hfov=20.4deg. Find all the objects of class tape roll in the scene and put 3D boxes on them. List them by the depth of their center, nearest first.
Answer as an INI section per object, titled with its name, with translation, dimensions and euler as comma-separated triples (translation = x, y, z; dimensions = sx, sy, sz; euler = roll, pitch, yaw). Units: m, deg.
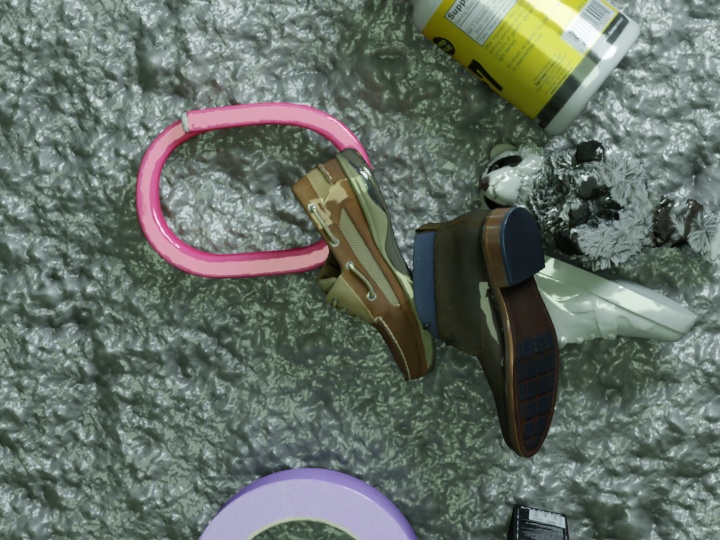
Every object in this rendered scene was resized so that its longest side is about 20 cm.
[tape roll]
translation = -0.044, 0.267, 1.656
dimensions = 0.200, 0.066, 0.200
euler = 0, 92, 3

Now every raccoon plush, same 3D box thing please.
[raccoon plush]
translation = 0.186, -0.041, 1.636
dimensions = 0.200, 0.134, 0.097
euler = 31, 81, -32

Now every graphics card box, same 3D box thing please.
[graphics card box]
translation = 0.131, 0.263, 1.578
dimensions = 0.051, 0.200, 0.126
euler = 11, 92, 3

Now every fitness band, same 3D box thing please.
[fitness band]
translation = -0.088, -0.066, 1.656
dimensions = 0.200, 0.037, 0.144
euler = -5, 93, 4

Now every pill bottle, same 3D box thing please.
[pill bottle]
translation = 0.114, -0.210, 1.599
dimensions = 0.200, 0.114, 0.114
euler = 38, 94, 2

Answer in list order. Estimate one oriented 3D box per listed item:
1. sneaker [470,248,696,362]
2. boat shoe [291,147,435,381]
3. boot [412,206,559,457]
[sneaker]
translation = 0.165, 0.050, 1.634
dimensions = 0.200, 0.074, 0.116
euler = 19, 96, 11
[boat shoe]
translation = 0.000, 0.000, 1.617
dimensions = 0.074, 0.076, 0.200
euler = -24, 108, -5
[boot]
translation = 0.099, 0.048, 1.591
dimensions = 0.097, 0.075, 0.200
euler = 1, 100, 38
